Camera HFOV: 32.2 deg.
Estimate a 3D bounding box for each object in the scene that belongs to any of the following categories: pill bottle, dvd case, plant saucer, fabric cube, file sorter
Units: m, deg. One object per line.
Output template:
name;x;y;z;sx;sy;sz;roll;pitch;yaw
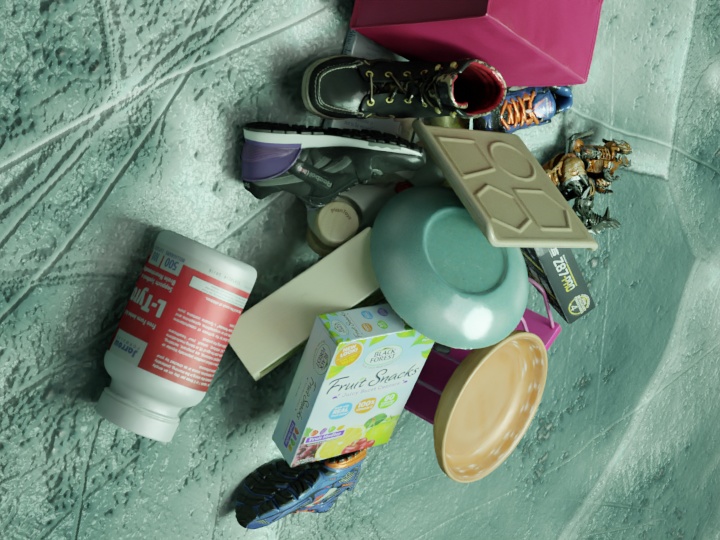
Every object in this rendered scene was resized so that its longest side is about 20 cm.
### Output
pill bottle;-0.194;0.068;1.286;0.112;0.112;0.200;27;86;-47
dvd case;0.033;-0.241;1.465;0.142;0.018;0.201;9;98;-46
plant saucer;0.108;-0.013;1.374;0.201;0.039;0.202;12;61;-22
fabric cube;0.138;-0.329;1.385;0.199;0.196;0.201;20;81;-46
file sorter;0.137;0.094;1.595;0.200;0.139;0.126;-52;147;-17
plant saucer;0.152;0.160;1.505;0.200;0.037;0.201;-31;135;-37

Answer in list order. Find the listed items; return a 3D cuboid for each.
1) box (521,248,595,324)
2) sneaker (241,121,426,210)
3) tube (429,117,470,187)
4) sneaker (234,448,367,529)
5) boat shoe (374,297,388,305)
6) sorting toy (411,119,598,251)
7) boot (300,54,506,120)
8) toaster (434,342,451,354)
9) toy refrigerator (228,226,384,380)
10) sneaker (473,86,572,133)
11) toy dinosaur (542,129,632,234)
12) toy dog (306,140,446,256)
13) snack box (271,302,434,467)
box;0.211;-0.045;1.591;0.049;0.200;0.161;-34;129;-1
sneaker;-0.030;-0.110;1.361;0.199;0.076;0.088;4;104;-4
tube;0.110;-0.156;1.556;0.058;0.052;0.201;-83;177;-80
sneaker;-0.067;0.271;1.526;0.200;0.075;0.079;-22;123;-37
boat shoe;-0.009;0.119;1.499;0.200;0.072;0.068;-66;172;19
sorting toy;0.161;-0.091;1.421;0.200;0.185;0.036;4;135;-44
boot;0.049;-0.199;1.367;0.200;0.150;0.073;-1;96;-46
toaster;0.121;-0.002;1.493;0.129;0.113;0.200;98;6;-61
toy refrigerator;-0.052;0.041;1.386;0.200;0.070;0.076;-35;173;-8
sneaker;0.202;-0.210;1.570;0.200;0.078;0.076;-33;125;-48
toy dinosaur;0.295;-0.121;1.743;0.199;0.102;0.136;-15;104;-4
toy dog;0.003;-0.098;1.440;0.200;0.132;0.096;-33;88;-38
snack box;-0.007;0.127;1.406;0.142;0.053;0.200;-10;136;-35
